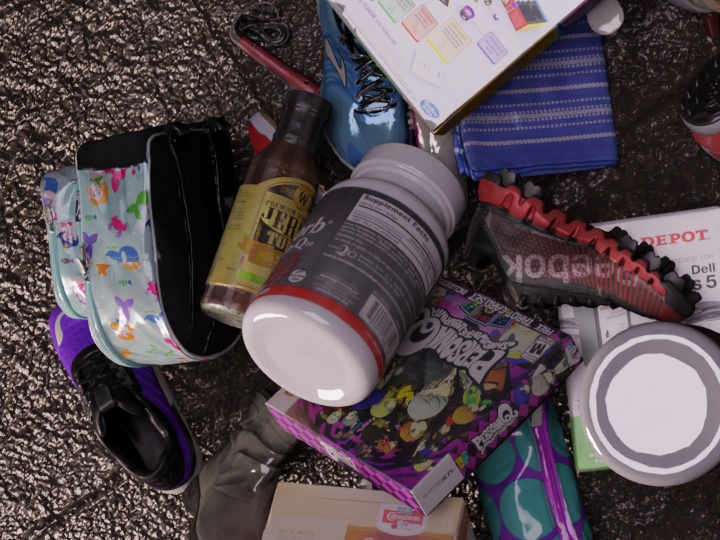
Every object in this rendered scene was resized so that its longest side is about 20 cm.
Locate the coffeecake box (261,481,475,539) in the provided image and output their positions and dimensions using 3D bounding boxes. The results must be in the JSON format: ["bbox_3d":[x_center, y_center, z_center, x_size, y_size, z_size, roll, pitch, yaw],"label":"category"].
[{"bbox_3d":[0.018,0.257,1.632,0.153,0.200,0.073,3,53,16],"label":"coffeecake box"}]

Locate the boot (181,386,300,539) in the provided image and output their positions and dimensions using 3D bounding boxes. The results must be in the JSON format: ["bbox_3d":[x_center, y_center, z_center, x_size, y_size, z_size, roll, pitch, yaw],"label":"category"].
[{"bbox_3d":[-0.086,0.176,1.683,0.068,0.200,0.131,29,101,-24],"label":"boot"}]

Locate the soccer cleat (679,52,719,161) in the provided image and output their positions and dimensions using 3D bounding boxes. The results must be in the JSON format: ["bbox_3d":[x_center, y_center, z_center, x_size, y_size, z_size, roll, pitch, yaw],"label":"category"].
[{"bbox_3d":[0.340,-0.174,1.643,0.200,0.073,0.068,-48,45,-8],"label":"soccer cleat"}]

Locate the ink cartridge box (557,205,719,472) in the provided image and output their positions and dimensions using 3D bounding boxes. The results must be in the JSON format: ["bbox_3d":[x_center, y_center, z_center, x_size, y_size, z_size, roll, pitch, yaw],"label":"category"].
[{"bbox_3d":[0.238,0.056,1.641,0.145,0.084,0.200,-8,85,15],"label":"ink cartridge box"}]

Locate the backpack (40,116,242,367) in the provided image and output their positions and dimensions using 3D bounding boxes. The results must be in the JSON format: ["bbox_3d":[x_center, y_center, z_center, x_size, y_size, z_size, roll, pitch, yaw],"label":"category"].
[{"bbox_3d":[-0.175,-0.017,1.717,0.151,0.178,0.200,-12,93,23],"label":"backpack"}]

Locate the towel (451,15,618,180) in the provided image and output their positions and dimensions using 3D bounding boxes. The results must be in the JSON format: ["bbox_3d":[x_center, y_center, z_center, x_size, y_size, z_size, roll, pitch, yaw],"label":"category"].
[{"bbox_3d":[0.138,-0.176,1.679,0.145,0.024,0.200,-6,85,-18],"label":"towel"}]

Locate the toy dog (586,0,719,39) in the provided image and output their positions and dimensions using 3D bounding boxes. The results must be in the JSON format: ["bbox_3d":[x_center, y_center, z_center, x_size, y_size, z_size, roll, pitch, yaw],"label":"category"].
[{"bbox_3d":[0.230,-0.237,1.657,0.200,0.132,0.096,17,129,21],"label":"toy dog"}]

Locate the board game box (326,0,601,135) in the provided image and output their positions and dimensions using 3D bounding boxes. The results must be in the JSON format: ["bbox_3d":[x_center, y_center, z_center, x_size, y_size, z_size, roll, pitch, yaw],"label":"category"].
[{"bbox_3d":[0.091,-0.229,1.617,0.200,0.040,0.153,-39,81,15],"label":"board game box"}]

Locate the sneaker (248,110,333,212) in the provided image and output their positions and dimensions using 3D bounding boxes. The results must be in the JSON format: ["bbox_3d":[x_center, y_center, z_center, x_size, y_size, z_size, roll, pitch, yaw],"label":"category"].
[{"bbox_3d":[-0.064,-0.032,1.739,0.112,0.071,0.200,-36,80,8],"label":"sneaker"}]

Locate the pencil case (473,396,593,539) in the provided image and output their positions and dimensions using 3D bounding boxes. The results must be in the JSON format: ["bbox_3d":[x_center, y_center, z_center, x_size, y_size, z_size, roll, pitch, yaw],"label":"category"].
[{"bbox_3d":[0.140,0.175,1.654,0.085,0.092,0.200,-16,88,-28],"label":"pencil case"}]

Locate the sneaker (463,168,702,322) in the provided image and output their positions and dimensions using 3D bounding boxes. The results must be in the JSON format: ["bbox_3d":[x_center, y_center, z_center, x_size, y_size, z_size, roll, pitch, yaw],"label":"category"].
[{"bbox_3d":[0.166,0.002,1.585,0.200,0.071,0.098,29,95,20],"label":"sneaker"}]

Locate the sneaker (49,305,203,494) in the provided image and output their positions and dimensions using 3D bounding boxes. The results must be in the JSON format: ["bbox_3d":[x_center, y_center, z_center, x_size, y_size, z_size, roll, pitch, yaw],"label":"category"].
[{"bbox_3d":[-0.211,0.104,1.757,0.070,0.100,0.200,-38,78,9],"label":"sneaker"}]

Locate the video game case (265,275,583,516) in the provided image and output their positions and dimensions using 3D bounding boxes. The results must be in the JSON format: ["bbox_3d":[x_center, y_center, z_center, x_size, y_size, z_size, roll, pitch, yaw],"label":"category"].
[{"bbox_3d":[0.048,0.089,1.614,0.181,0.036,0.200,-43,38,-17],"label":"video game case"}]

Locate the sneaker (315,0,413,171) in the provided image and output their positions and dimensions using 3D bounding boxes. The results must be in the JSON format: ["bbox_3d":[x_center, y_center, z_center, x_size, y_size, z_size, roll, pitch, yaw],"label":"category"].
[{"bbox_3d":[-0.001,-0.176,1.707,0.078,0.090,0.200,-10,82,-4],"label":"sneaker"}]

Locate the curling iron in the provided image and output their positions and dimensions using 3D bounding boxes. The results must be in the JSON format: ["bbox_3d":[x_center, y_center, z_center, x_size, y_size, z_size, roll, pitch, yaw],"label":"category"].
[{"bbox_3d":[-0.037,-0.163,1.761,0.200,0.026,0.050,44,101,13],"label":"curling iron"}]

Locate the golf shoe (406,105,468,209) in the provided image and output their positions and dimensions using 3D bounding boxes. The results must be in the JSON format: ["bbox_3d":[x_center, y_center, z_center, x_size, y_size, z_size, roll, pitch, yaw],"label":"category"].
[{"bbox_3d":[0.086,-0.145,1.703,0.091,0.075,0.200,-5,87,12],"label":"golf shoe"}]

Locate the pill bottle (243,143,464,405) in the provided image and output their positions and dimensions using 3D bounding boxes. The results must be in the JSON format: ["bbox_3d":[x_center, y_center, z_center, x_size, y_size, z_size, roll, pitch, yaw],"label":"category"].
[{"bbox_3d":[0.000,0.000,1.612,0.116,0.116,0.200,21,53,16],"label":"pill bottle"}]

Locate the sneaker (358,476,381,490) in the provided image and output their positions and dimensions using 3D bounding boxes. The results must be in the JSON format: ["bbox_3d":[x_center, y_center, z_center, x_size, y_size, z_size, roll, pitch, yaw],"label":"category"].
[{"bbox_3d":[0.054,0.132,1.706,0.080,0.078,0.200,18,83,-20],"label":"sneaker"}]

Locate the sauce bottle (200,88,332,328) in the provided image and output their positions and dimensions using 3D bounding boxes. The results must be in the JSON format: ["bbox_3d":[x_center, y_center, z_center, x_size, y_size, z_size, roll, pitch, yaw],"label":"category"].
[{"bbox_3d":[-0.073,-0.052,1.665,0.065,0.065,0.200,14,78,16],"label":"sauce bottle"}]

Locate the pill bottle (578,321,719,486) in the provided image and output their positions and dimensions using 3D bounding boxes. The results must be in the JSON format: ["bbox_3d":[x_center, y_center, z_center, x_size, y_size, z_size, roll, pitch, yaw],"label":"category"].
[{"bbox_3d":[0.233,0.096,1.492,0.116,0.200,0.116,-1,88,16],"label":"pill bottle"}]
